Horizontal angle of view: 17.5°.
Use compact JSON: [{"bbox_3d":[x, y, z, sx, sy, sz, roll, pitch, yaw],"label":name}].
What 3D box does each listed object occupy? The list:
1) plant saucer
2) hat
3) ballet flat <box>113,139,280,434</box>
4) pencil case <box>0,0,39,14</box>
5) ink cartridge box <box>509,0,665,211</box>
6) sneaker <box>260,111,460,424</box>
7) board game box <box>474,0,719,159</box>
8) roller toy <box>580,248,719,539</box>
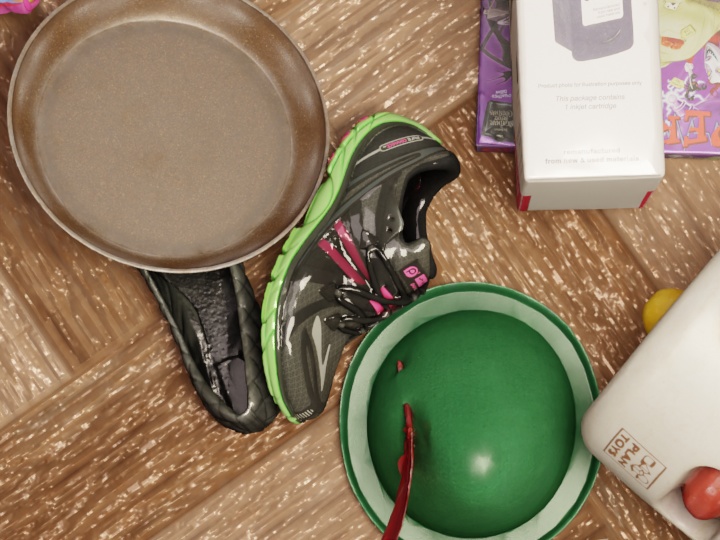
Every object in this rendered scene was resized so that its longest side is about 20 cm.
[{"bbox_3d":[-0.119,-0.086,1.438,0.198,0.032,0.202,6,66,-13],"label":"plant saucer"},{"bbox_3d":[0.065,0.097,1.361,0.164,0.176,0.202,-3,83,2],"label":"hat"},{"bbox_3d":[-0.100,0.006,1.440,0.066,0.057,0.201,-28,82,-1],"label":"ballet flat"},{"bbox_3d":[-0.299,-0.198,1.461,0.198,0.088,0.089,-1,83,1],"label":"pencil case"},{"bbox_3d":[0.130,-0.144,1.378,0.084,0.145,0.202,-1,84,2],"label":"ink cartridge box"},{"bbox_3d":[0.000,0.000,1.418,0.083,0.077,0.201,20,82,23],"label":"sneaker"},{"bbox_3d":[0.172,-0.131,1.462,0.198,0.032,0.121,2,87,2],"label":"board game box"},{"bbox_3d":[0.221,0.062,1.355,0.140,0.200,0.183,40,106,7],"label":"roller toy"}]
